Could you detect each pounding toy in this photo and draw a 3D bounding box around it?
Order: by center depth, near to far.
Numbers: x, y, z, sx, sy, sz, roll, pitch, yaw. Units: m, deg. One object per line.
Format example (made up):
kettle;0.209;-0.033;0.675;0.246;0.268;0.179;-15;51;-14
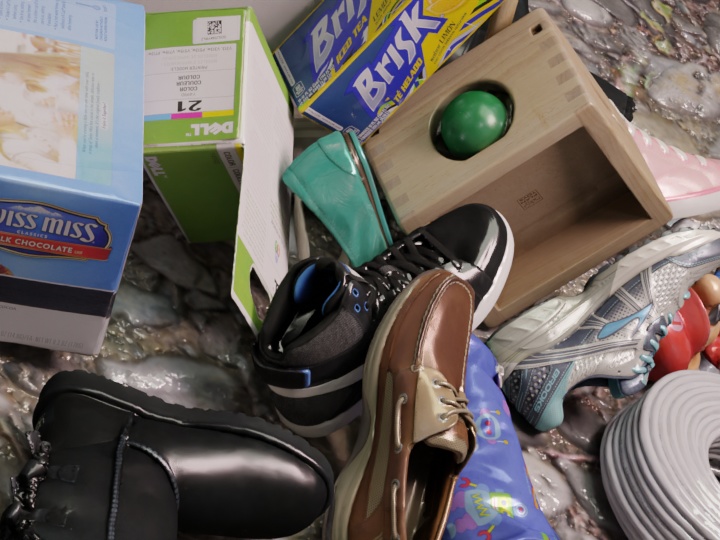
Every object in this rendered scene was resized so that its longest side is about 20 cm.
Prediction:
pounding toy;0.104;-0.101;1.790;0.200;0.184;0.142;47;15;-49

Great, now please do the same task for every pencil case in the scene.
pencil case;0.071;0.127;1.654;0.086;0.078;0.201;-14;51;-6

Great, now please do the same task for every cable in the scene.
cable;0.260;0.159;1.788;0.200;0.069;0.200;35;35;-2

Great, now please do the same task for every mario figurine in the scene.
mario figurine;0.266;0.025;1.911;0.123;0.107;0.200;13;14;31

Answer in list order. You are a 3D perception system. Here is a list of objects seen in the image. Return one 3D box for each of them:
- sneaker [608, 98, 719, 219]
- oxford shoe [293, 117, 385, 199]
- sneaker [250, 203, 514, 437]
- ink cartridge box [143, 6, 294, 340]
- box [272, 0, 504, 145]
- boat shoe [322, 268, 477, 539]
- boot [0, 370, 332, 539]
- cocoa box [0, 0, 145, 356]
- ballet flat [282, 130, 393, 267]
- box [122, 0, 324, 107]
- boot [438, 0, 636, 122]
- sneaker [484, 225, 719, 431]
sneaker;0.207;-0.090;1.956;0.199;0.105;0.075;-8;8;-22
oxford shoe;0.006;-0.075;1.862;0.200;0.075;0.058;3;87;-48
sneaker;0.017;0.011;1.633;0.200;0.112;0.073;-44;57;-15
ink cartridge box;-0.095;-0.049;1.666;0.075;0.148;0.201;-2;66;10
box;0.034;-0.182;1.737;0.064;0.200;0.070;27;26;-41
boat shoe;0.041;0.098;1.586;0.076;0.072;0.201;26;75;-46
boot;-0.115;0.146;1.472;0.197;0.074;0.163;20;35;-11
cocoa box;-0.209;-0.070;1.586;0.133;0.132;0.200;11;41;-14
ballet flat;0.000;0.000;1.733;0.067;0.070;0.201;-111;177;-64
box;-0.115;-0.233;1.811;0.198;0.200;0.172;13;43;-32
boot;0.146;-0.165;2.064;0.162;0.073;0.199;30;43;-4
sneaker;0.184;0.043;1.801;0.200;0.078;0.087;-31;79;-6
